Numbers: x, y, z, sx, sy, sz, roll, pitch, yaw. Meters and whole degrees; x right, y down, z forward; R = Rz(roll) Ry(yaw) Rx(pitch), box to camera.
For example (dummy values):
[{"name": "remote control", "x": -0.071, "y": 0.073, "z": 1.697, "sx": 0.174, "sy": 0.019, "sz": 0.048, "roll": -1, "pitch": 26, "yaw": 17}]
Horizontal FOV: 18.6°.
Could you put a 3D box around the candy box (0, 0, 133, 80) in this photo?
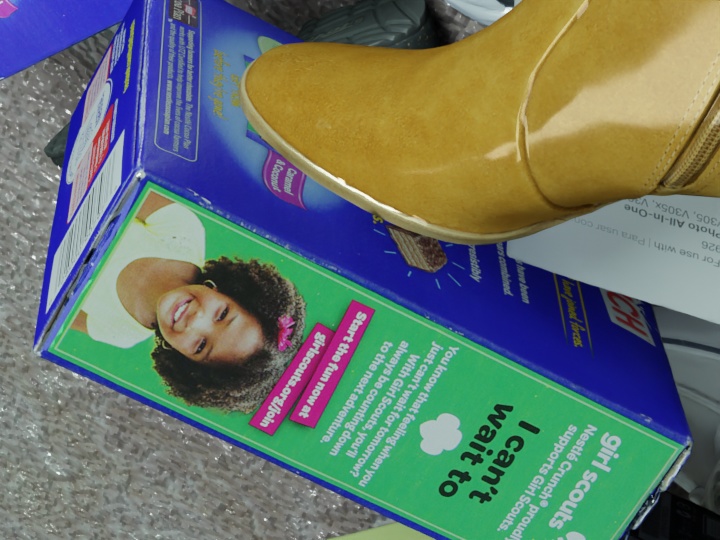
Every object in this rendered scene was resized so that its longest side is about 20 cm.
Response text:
[{"name": "candy box", "x": -0.114, "y": -0.176, "z": 0.818, "sx": 0.200, "sy": 0.077, "sz": 0.169, "roll": -17, "pitch": 113, "yaw": 43}]

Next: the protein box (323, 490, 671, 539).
[{"name": "protein box", "x": 0.060, "y": 0.214, "z": 0.919, "sx": 0.200, "sy": 0.199, "sz": 0.135, "roll": -21, "pitch": 128, "yaw": 43}]

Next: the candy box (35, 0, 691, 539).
[{"name": "candy box", "x": 0.000, "y": 0.000, "z": 0.743, "sx": 0.200, "sy": 0.169, "sz": 0.077, "roll": 25, "pitch": 115, "yaw": -15}]

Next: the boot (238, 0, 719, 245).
[{"name": "boot", "x": 0.066, "y": -0.071, "z": 0.583, "sx": 0.201, "sy": 0.071, "sz": 0.144, "roll": 21, "pitch": 128, "yaw": 15}]

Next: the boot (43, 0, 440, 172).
[{"name": "boot", "x": -0.028, "y": -0.027, "z": 0.890, "sx": 0.200, "sy": 0.070, "sz": 0.132, "roll": -8, "pitch": 122, "yaw": 38}]

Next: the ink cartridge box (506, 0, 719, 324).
[{"name": "ink cartridge box", "x": 0.111, "y": -0.107, "z": 0.670, "sx": 0.087, "sy": 0.145, "sz": 0.200, "roll": 17, "pitch": 133, "yaw": 23}]

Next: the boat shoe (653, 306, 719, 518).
[{"name": "boat shoe", "x": 0.163, "y": 0.077, "z": 0.848, "sx": 0.200, "sy": 0.065, "sz": 0.074, "roll": 21, "pitch": 135, "yaw": 19}]

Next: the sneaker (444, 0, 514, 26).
[{"name": "sneaker", "x": 0.041, "y": -0.169, "z": 0.716, "sx": 0.200, "sy": 0.075, "sz": 0.114, "roll": 51, "pitch": 139, "yaw": -9}]

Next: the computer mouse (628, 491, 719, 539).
[{"name": "computer mouse", "x": 0.058, "y": 0.085, "z": 0.842, "sx": 0.199, "sy": 0.140, "sz": 0.046, "roll": 21, "pitch": 104, "yaw": -1}]
